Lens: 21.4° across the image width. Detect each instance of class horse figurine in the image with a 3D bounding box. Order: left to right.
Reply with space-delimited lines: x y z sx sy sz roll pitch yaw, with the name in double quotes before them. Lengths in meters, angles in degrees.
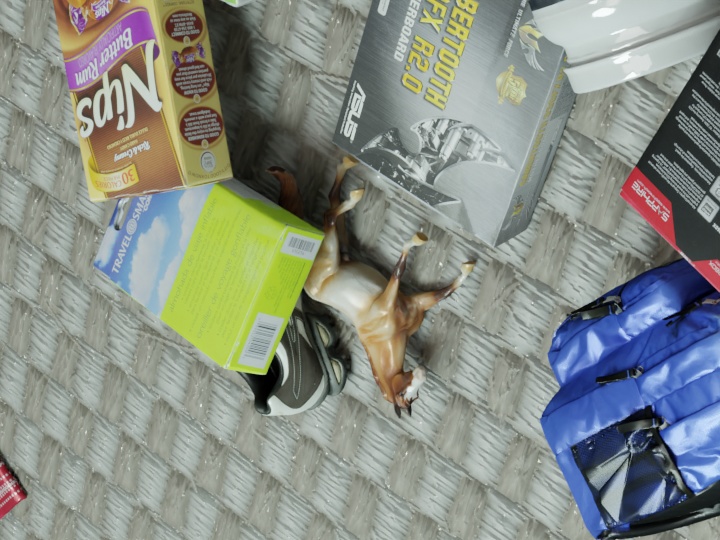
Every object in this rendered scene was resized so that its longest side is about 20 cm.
"horse figurine" 0.000 0.000 1.473 0.200 0.050 0.133 41 125 18

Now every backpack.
"backpack" 0.230 0.073 1.235 0.200 0.162 0.168 -29 86 44

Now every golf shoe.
"golf shoe" -0.088 0.024 1.527 0.078 0.094 0.200 -36 82 44

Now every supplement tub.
"supplement tub" 0.157 -0.225 1.181 0.140 0.140 0.201 -14 99 42

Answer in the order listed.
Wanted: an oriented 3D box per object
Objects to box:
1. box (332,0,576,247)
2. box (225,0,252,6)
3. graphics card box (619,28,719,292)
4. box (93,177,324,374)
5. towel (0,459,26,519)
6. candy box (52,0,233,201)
"box" 0.074 -0.140 1.350 0.158 0.048 0.200 36 128 24
"box" -0.132 -0.316 1.447 0.144 0.036 0.201 23 121 31
"graphics card box" 0.249 -0.085 1.112 0.126 0.051 0.200 48 128 31
"box" -0.123 -0.014 1.490 0.200 0.048 0.122 33 103 45
"towel" -0.426 0.178 1.926 0.200 0.022 0.145 54 131 6
"candy box" -0.170 -0.159 1.458 0.116 0.056 0.201 -6 97 42
